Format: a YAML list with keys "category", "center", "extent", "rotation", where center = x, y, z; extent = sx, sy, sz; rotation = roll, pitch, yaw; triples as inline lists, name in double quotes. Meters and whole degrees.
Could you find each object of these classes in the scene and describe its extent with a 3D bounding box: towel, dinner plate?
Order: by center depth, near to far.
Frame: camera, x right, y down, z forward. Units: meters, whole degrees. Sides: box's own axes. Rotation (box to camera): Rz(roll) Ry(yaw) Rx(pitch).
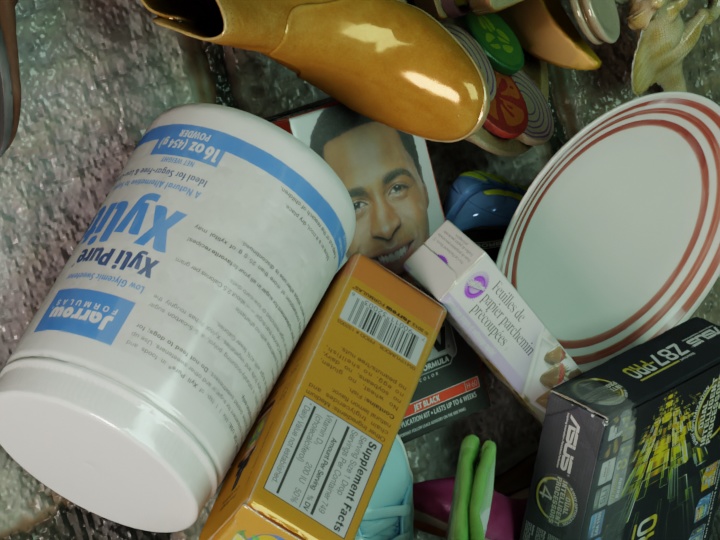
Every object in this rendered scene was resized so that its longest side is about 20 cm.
- category: "towel"
  center: [0.054, 0.213, 1.607]
  extent: [0.149, 0.031, 0.200]
  rotation: [-82, 180, -58]
- category: "dinner plate"
  center: [0.152, -0.020, 1.724]
  extent: [0.200, 0.024, 0.201]
  rotation: [-24, 133, -28]

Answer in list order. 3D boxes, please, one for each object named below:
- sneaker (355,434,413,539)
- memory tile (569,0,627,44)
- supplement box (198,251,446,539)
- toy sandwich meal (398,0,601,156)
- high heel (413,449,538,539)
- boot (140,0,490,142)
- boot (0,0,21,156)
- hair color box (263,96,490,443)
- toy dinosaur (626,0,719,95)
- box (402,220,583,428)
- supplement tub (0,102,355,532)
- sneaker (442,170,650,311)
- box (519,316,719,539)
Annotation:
- category: "sneaker"
  center: [0.013, 0.183, 1.612]
  extent: [0.074, 0.082, 0.201]
  rotation: [-11, 112, -35]
- category: "memory tile"
  center: [0.134, -0.240, 1.786]
  extent: [0.154, 0.017, 0.200]
  rotation: [62, 26, -23]
- category: "supplement box"
  center: [-0.020, 0.085, 1.530]
  extent: [0.069, 0.067, 0.200]
  rotation: [34, 45, -7]
- category: "toy sandwich meal"
  center: [0.077, -0.169, 1.712]
  extent: [0.205, 0.070, 0.206]
  rotation: [38, 42, -45]
- category: "high heel"
  center: [0.094, 0.121, 1.730]
  extent: [0.200, 0.067, 0.096]
  rotation: [16, 86, -45]
- category: "boot"
  center: [-0.037, -0.128, 1.567]
  extent: [0.071, 0.201, 0.144]
  rotation: [-61, 161, 19]
- category: "boot"
  center: [-0.174, -0.166, 1.537]
  extent: [0.200, 0.068, 0.189]
  rotation: [-28, 103, -58]
- category: "hair color box"
  center: [0.000, 0.000, 1.669]
  extent: [0.101, 0.061, 0.201]
  rotation: [-21, 99, -40]
- category: "toy dinosaur"
  center: [0.197, -0.153, 1.852]
  extent: [0.101, 0.058, 0.200]
  rotation: [-66, 156, -16]
- category: "box"
  center: [0.089, 0.043, 1.668]
  extent: [0.039, 0.041, 0.200]
  rotation: [-46, 139, -4]
- category: "supplement tub"
  center: [-0.098, 0.023, 1.534]
  extent: [0.132, 0.132, 0.200]
  rotation: [45, 58, -29]
- category: "sneaker"
  center: [0.108, -0.003, 1.769]
  extent: [0.199, 0.071, 0.083]
  rotation: [18, 108, -48]
- category: "box"
  center: [0.157, 0.142, 1.727]
  extent: [0.161, 0.049, 0.201]
  rotation: [-19, 128, -46]
